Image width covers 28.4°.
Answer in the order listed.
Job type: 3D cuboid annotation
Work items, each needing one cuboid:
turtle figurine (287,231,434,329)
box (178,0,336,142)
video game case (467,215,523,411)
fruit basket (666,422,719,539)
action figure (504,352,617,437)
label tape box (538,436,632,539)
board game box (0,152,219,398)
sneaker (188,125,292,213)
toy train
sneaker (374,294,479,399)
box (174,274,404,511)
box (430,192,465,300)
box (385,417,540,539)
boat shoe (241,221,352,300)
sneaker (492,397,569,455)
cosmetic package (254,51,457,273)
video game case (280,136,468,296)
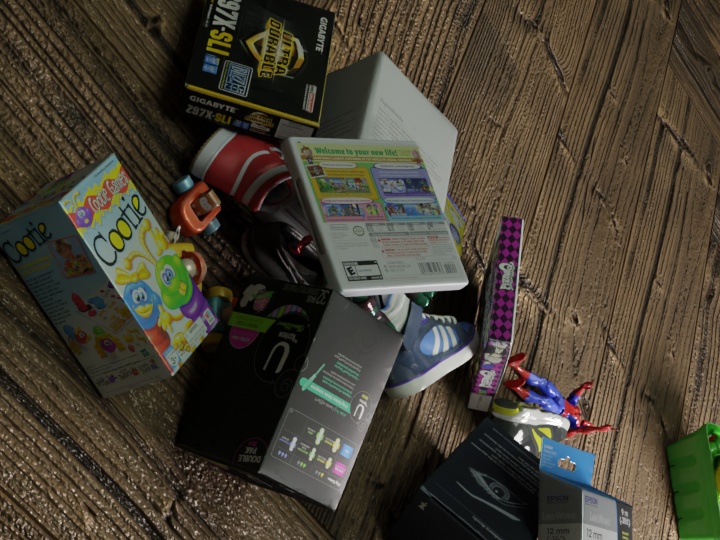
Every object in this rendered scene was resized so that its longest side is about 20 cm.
[{"bbox_3d":[0.000,0.000,1.633,0.200,0.149,0.101,42,25,-49],"label":"turtle figurine"},{"bbox_3d":[-0.117,-0.243,1.649,0.158,0.050,0.201,15,49,-8],"label":"box"},{"bbox_3d":[0.183,0.059,1.918,0.182,0.035,0.202,98,1,-56],"label":"video game case"},{"bbox_3d":[0.614,0.349,2.325,0.155,0.214,0.218,18,61,-48],"label":"fruit basket"},{"bbox_3d":[0.303,0.186,2.070,0.200,0.098,0.066,41,46,-40],"label":"action figure"},{"bbox_3d":[0.273,0.310,1.714,0.143,0.066,0.202,25,64,-51],"label":"label tape box"},{"bbox_3d":[-0.247,0.006,1.394,0.201,0.104,0.103,59,36,-18],"label":"board game box"},{"bbox_3d":[-0.104,-0.140,1.649,0.112,0.071,0.200,35,46,4],"label":"sneaker"},{"bbox_3d":[-0.155,-0.004,1.566,0.201,0.055,0.150,60,37,-15],"label":"toy train"},{"bbox_3d":[0.073,0.062,1.823,0.200,0.080,0.148,-32,105,-49],"label":"sneaker"},{"bbox_3d":[-0.073,0.126,1.486,0.124,0.148,0.202,33,74,-40],"label":"box"},{"bbox_3d":[0.087,-0.056,1.887,0.118,0.048,0.201,55,25,-22],"label":"box"},{"bbox_3d":[0.149,0.298,1.749,0.148,0.105,0.200,39,35,13],"label":"box"},{"bbox_3d":[-0.059,0.008,1.690,0.200,0.057,0.067,39,46,-37],"label":"boat shoe"},{"bbox_3d":[0.226,0.229,1.982,0.199,0.074,0.085,21,86,-56],"label":"sneaker"},{"bbox_3d":[-0.002,-0.122,1.733,0.165,0.164,0.201,42,46,-33],"label":"cosmetic package"},{"bbox_3d":[0.018,-0.060,1.556,0.199,0.022,0.184,-3,66,-43],"label":"video game case"}]
